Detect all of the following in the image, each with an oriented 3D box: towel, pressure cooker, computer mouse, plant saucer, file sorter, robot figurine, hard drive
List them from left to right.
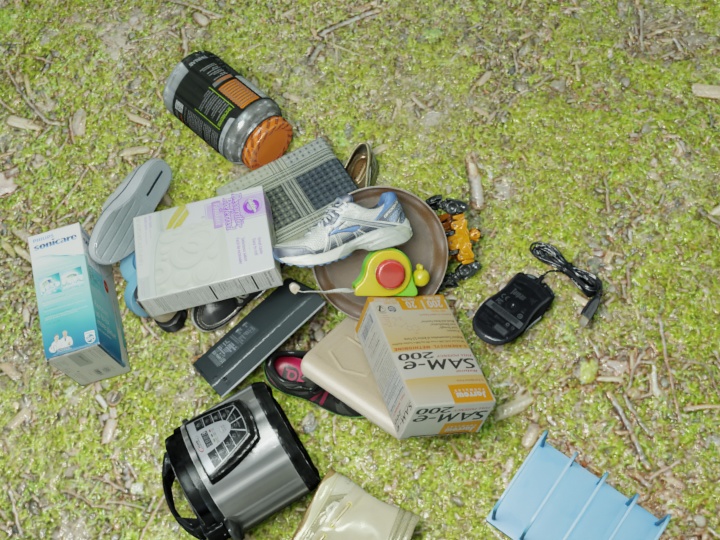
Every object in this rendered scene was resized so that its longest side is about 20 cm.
[{"bbox_3d":[-0.175,0.271,1.327,0.200,0.176,0.179,-30,94,-5],"label":"pressure cooker"},{"bbox_3d":[-0.151,0.093,1.419,0.200,0.140,0.033,-43,109,-10],"label":"hard drive"},{"bbox_3d":[-0.104,-0.100,1.481,0.199,0.035,0.193,-27,55,-8],"label":"towel"},{"bbox_3d":[0.027,-0.025,1.411,0.199,0.032,0.201,-1,101,-5],"label":"plant saucer"},{"bbox_3d":[0.084,-0.035,1.460,0.199,0.058,0.146,-13,104,-3],"label":"robot figurine"},{"bbox_3d":[0.265,0.059,1.432,0.140,0.046,0.200,33,64,21],"label":"computer mouse"},{"bbox_3d":[0.288,0.327,1.282,0.200,0.123,0.139,34,76,17],"label":"file sorter"}]

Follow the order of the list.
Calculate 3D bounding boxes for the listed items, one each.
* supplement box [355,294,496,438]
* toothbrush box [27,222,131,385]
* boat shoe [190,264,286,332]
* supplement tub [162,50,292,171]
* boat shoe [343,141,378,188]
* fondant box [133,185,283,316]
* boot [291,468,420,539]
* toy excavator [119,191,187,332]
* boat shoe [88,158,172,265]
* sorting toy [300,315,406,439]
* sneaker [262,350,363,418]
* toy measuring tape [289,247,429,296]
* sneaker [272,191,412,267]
[{"bbox_3d":[0.086,0.128,1.334,0.126,0.074,0.200,-1,45,-25],"label":"supplement box"},{"bbox_3d":[-0.422,0.053,1.455,0.085,0.147,0.201,-17,67,-1],"label":"toothbrush box"},{"bbox_3d":[-0.177,0.016,1.478,0.200,0.060,0.074,-43,104,-13],"label":"boat shoe"},{"bbox_3d":[-0.212,-0.254,1.564,0.200,0.123,0.123,40,78,18],"label":"supplement tub"},{"bbox_3d":[-0.025,-0.106,1.517,0.073,0.063,0.201,12,71,10],"label":"boat shoe"},{"bbox_3d":[-0.221,-0.028,1.397,0.199,0.058,0.145,-13,60,2],"label":"fondant box"},{"bbox_3d":[-0.020,0.393,1.318,0.155,0.073,0.201,25,83,5],"label":"boot"},{"bbox_3d":[-0.324,-0.032,1.512,0.200,0.100,0.195,29,73,25],"label":"toy excavator"},{"bbox_3d":[-0.359,-0.086,1.487,0.067,0.074,0.200,-5,43,43],"label":"boat shoe"},{"bbox_3d":[0.036,0.138,1.388,0.185,0.037,0.200,33,41,13],"label":"sorting toy"},{"bbox_3d":[-0.051,0.162,1.403,0.199,0.084,0.077,10,71,10],"label":"sneaker"},{"bbox_3d":[0.000,0.000,1.361,0.199,0.074,0.074,1,68,-9],"label":"toy measuring tape"},{"bbox_3d":[-0.031,-0.062,1.351,0.199,0.077,0.086,-16,102,-11],"label":"sneaker"}]
